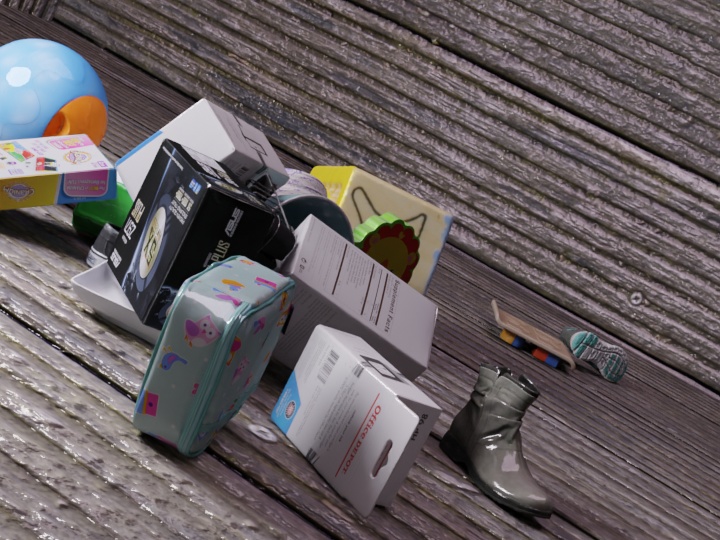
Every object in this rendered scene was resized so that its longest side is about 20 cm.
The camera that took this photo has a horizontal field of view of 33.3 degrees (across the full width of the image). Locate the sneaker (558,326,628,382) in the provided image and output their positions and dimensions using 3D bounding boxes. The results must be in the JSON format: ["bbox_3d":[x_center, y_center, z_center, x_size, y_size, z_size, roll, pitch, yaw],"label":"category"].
[{"bbox_3d":[0.515,0.177,2.660,0.200,0.078,0.091,37,-2,-34],"label":"sneaker"}]

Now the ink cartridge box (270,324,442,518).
[{"bbox_3d":[0.002,0.153,1.200,0.066,0.116,0.200,21,11,-39],"label":"ink cartridge box"}]

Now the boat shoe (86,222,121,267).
[{"bbox_3d":[-0.252,-0.013,1.538,0.198,0.068,0.074,21,11,-35],"label":"boat shoe"}]

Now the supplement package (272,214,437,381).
[{"bbox_3d":[-0.025,0.056,1.425,0.199,0.121,0.120,36,36,-16],"label":"supplement package"}]

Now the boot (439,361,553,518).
[{"bbox_3d":[0.176,0.194,1.425,0.067,0.131,0.200,20,12,-37],"label":"boot"}]

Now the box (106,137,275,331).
[{"bbox_3d":[-0.193,-0.036,1.329,0.086,0.165,0.200,22,11,-29],"label":"box"}]

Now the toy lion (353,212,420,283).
[{"bbox_3d":[0.000,0.000,1.808,0.199,0.193,0.069,17,13,-47],"label":"toy lion"}]

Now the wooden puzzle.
[{"bbox_3d":[0.355,0.144,2.531,0.199,0.046,0.185,32,9,-1],"label":"wooden puzzle"}]

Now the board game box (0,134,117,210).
[{"bbox_3d":[-0.417,-0.122,1.488,0.198,0.041,0.153,-8,25,-24],"label":"board game box"}]

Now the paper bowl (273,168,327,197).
[{"bbox_3d":[-0.143,-0.063,1.749,0.199,0.105,0.201,-5,-20,-2],"label":"paper bowl"}]

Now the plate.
[{"bbox_3d":[-0.222,0.052,1.376,0.199,0.033,0.200,27,8,-1],"label":"plate"}]

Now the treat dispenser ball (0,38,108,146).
[{"bbox_3d":[-0.460,-0.227,1.709,0.200,0.202,0.201,26,9,-4],"label":"treat dispenser ball"}]

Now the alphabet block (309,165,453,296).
[{"bbox_3d":[0.003,-0.047,1.981,0.199,0.197,0.196,25,-7,-23],"label":"alphabet block"}]

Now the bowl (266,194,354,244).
[{"bbox_3d":[-0.115,-0.018,1.584,0.105,0.202,0.200,26,6,42],"label":"bowl"}]

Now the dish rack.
[{"bbox_3d":[-0.150,-0.039,1.439,0.054,0.153,0.200,38,16,-31],"label":"dish rack"}]

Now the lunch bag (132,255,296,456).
[{"bbox_3d":[-0.131,0.078,1.110,0.077,0.162,0.200,23,14,8],"label":"lunch bag"}]

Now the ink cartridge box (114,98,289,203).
[{"bbox_3d":[-0.196,-0.124,1.530,0.085,0.145,0.200,58,10,13],"label":"ink cartridge box"}]

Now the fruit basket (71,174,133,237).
[{"bbox_3d":[-0.312,-0.078,1.655,0.184,0.094,0.200,22,1,5],"label":"fruit basket"}]
